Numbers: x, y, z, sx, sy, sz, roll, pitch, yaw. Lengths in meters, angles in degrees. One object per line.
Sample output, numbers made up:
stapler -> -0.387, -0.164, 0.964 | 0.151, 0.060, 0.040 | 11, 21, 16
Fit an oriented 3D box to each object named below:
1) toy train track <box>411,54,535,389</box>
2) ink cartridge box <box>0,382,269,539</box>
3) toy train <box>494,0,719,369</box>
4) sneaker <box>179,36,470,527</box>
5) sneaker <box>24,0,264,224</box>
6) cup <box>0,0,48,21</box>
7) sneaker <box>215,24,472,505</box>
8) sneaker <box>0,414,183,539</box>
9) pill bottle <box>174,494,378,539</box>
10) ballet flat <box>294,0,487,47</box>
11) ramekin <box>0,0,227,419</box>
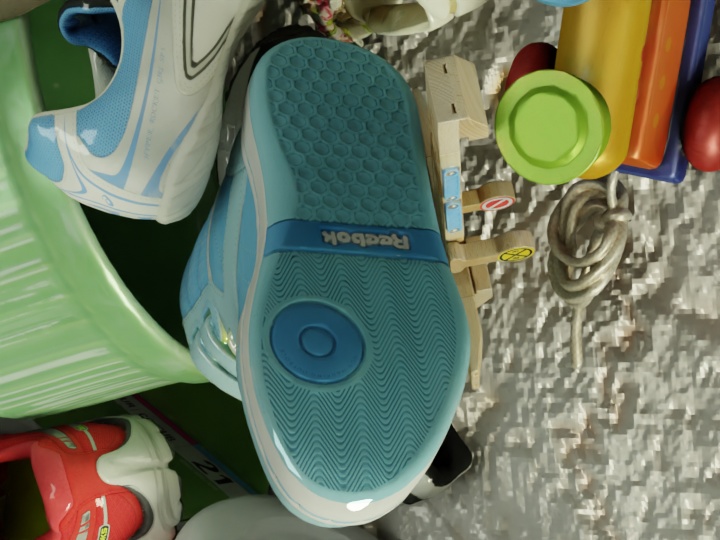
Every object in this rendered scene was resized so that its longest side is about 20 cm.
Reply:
toy train track -> 0.043, -0.029, 0.952 | 0.200, 0.032, 0.115 | 79, 180, -71
ink cartridge box -> -0.111, 0.069, 1.158 | 0.148, 0.076, 0.200 | 36, 120, 37
toy train -> 0.079, -0.049, 0.911 | 0.084, 0.116, 0.201 | 13, 105, 19
sneaker -> -0.018, 0.030, 0.931 | 0.131, 0.079, 0.200 | 114, 162, -47
sneaker -> -0.065, -0.108, 0.970 | 0.072, 0.072, 0.200 | 123, 168, -56
cup -> -0.169, -0.205, 0.940 | 0.200, 0.143, 0.201 | -13, 66, 32
sneaker -> 0.000, 0.000, 1.043 | 0.080, 0.074, 0.201 | 2, 110, 39
sneaker -> -0.163, 0.100, 1.102 | 0.200, 0.085, 0.077 | -24, 75, 41
pill bottle -> -0.055, 0.198, 1.091 | 0.112, 0.112, 0.200 | 44, 123, 33
ballet flat -> 0.023, -0.123, 0.983 | 0.064, 0.076, 0.200 | 63, 165, -6
ramekin -> -0.123, -0.038, 1.056 | 0.097, 0.200, 0.200 | -20, 79, 18
